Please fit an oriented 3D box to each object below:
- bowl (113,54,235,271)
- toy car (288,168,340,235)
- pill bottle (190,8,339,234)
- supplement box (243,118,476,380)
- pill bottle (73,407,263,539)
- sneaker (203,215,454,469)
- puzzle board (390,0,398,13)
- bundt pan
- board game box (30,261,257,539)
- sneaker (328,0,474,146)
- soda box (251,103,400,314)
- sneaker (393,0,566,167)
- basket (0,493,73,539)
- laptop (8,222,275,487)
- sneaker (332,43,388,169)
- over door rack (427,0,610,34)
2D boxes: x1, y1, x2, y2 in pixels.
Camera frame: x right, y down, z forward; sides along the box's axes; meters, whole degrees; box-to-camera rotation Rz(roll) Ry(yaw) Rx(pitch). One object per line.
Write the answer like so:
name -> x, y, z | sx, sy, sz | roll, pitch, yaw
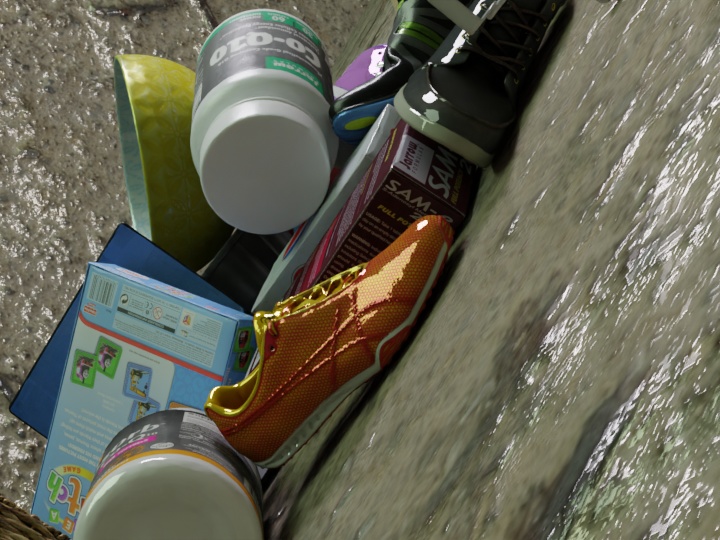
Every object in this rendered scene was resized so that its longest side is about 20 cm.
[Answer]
bowl -> -0.144, -0.092, 1.465 | 0.200, 0.106, 0.203 | 170, 90, -79
toy car -> -0.069, -0.118, 1.565 | 0.178, 0.199, 0.184 | -58, 7, 3
pill bottle -> -0.073, -0.114, 1.305 | 0.114, 0.112, 0.201 | -55, 19, 22
supplement box -> 0.000, 0.000, 1.145 | 0.201, 0.061, 0.109 | -56, 8, 28
pill bottle -> -0.119, 0.154, 1.095 | 0.117, 0.116, 0.200 | -58, 7, 4
sneaker -> -0.021, 0.037, 1.045 | 0.200, 0.077, 0.073 | -46, 9, 13
puzzle board -> 0.096, -0.259, 1.368 | 0.200, 0.017, 0.152 | -49, 52, 35
bundt pan -> -0.117, 0.042, 1.463 | 0.203, 0.076, 0.202 | -53, 2, 2
board game box -> -0.159, 0.112, 1.248 | 0.036, 0.150, 0.202 | 6, -80, -57
sneaker -> 0.045, -0.164, 1.278 | 0.199, 0.083, 0.071 | -43, -11, -22
soda box -> -0.005, -0.026, 1.260 | 0.200, 0.068, 0.064 | -52, 10, 43
sneaker -> 0.081, -0.143, 1.118 | 0.107, 0.074, 0.200 | -58, 6, 21
basket -> -0.251, 0.268, 1.182 | 0.143, 0.199, 0.149 | -53, 9, 28
laptop -> -0.156, 0.107, 1.273 | 0.188, 0.115, 0.200 | -56, 33, 18
sneaker -> 0.023, -0.137, 1.390 | 0.115, 0.073, 0.200 | -52, 29, -8
over door rack -> 0.141, -0.209, 0.953 | 0.200, 0.067, 0.148 | -36, -11, -44
